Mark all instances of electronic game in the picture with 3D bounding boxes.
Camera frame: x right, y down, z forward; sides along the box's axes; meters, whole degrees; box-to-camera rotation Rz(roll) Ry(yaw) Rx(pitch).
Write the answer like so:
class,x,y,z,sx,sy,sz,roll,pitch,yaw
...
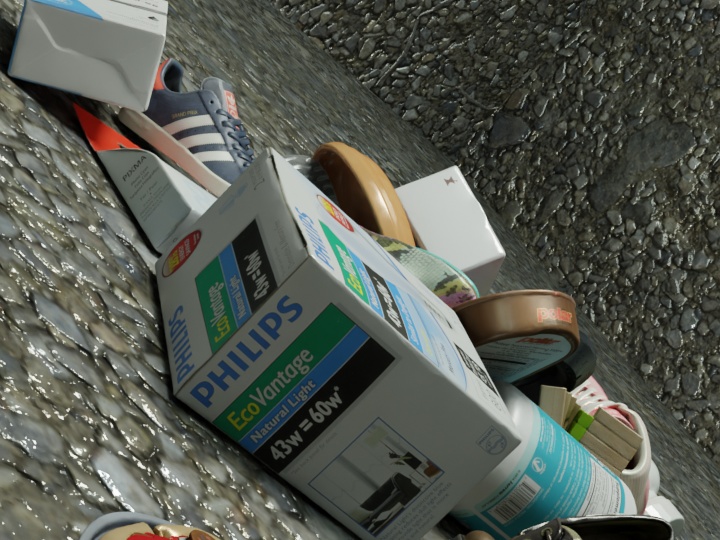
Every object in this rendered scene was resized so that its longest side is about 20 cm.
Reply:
class,x,y,z,sx,sy,sz,roll,pitch,yaw
electronic game,0.109,0.079,1.270,0.199,0.198,0.042,34,50,-46

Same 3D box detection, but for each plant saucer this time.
class,x,y,z,sx,sy,sz,roll,pitch,yaw
plant saucer,0.007,-0.024,1.330,0.200,0.037,0.203,162,-89,-74

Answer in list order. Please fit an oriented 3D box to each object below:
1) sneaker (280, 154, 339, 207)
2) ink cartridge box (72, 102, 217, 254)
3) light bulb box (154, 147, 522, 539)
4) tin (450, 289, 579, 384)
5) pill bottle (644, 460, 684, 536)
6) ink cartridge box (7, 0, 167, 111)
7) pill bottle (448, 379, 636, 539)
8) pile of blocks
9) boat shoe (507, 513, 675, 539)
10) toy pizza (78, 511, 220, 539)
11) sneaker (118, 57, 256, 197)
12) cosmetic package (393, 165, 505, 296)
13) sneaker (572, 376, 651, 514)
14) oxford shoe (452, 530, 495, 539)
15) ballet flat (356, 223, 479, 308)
class,x,y,z,sx,sy,sz,roll,pitch,yaw
sneaker,-0.039,-0.008,1.297,0.074,0.082,0.202,-1,51,-20
ink cartridge box,-0.138,-0.060,1.175,0.160,0.047,0.201,35,16,-48
light bulb box,-0.021,0.052,0.967,0.200,0.125,0.199,41,11,-25
tin,0.088,0.067,1.141,0.111,0.199,0.042,5,66,-39
pill bottle,0.224,0.198,1.423,0.200,0.112,0.112,49,11,29
ink cartridge box,-0.226,-0.202,1.218,0.114,0.068,0.200,13,18,-12
pill bottle,0.146,0.185,1.152,0.200,0.111,0.111,41,10,-23
pile of blocks,0.141,0.136,1.248,0.197,0.083,0.062,11,0,-1
boat shoe,0.128,0.195,0.951,0.198,0.065,0.074,-9,54,-40
toy pizza,-0.043,0.177,0.628,0.200,0.032,0.200,43,10,-9
sneaker,-0.123,-0.117,1.267,0.199,0.085,0.075,37,2,18
cosmetic package,0.066,0.003,1.358,0.102,0.070,0.201,62,-20,23
sneaker,0.212,0.133,1.338,0.105,0.074,0.202,86,-18,-53
oxford shoe,0.145,0.234,1.030,0.199,0.084,0.073,38,13,-25
ballet flat,0.000,0.000,1.154,0.199,0.070,0.071,31,35,28
